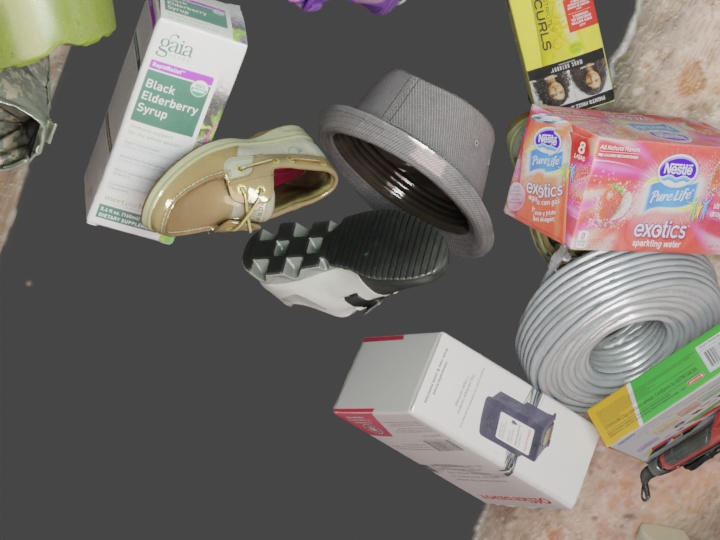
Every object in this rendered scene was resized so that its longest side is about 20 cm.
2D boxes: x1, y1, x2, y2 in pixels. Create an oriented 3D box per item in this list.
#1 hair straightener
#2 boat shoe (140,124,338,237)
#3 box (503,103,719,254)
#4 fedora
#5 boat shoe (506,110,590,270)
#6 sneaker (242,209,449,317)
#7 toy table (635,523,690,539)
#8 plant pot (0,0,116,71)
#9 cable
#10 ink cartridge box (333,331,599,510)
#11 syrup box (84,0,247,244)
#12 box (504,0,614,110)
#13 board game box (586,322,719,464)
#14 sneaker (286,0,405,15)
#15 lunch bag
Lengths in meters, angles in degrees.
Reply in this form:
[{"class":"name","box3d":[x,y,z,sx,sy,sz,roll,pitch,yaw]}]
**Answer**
[{"class":"hair straightener","box3d":[0.344,0.161,1.884,0.200,0.041,0.077,-41,157,25]},{"class":"boat shoe","box3d":[-0.096,-0.069,1.672,0.199,0.066,0.074,-27,146,-42]},{"class":"box","box3d":[0.235,-0.078,1.716,0.199,0.094,0.103,2,109,-38]},{"class":"fedora","box3d":[0.055,-0.104,1.708,0.091,0.176,0.200,-57,144,-13]},{"class":"boat shoe","box3d":[0.186,-0.050,1.791,0.073,0.063,0.202,-20,123,3]},{"class":"sneaker","box3d":[0.000,0.000,1.765,0.199,0.074,0.089,0,144,32]},{"class":"toy table","box3d":[0.373,0.308,2.003,0.199,0.117,0.185,22,115,-21]},{"class":"plant pot","box3d":[-0.268,-0.252,1.494,0.198,0.200,0.191,-15,103,1]},{"class":"cable","box3d":[0.239,0.051,1.823,0.198,0.070,0.201,1,137,-28]},{"class":"ink cartridge box","box3d":[0.099,0.140,1.838,0.199,0.144,0.085,32,72,-24]},{"class":"syrup box","box3d":[-0.166,-0.132,1.679,0.078,0.082,0.201,15,119,-18]},{"class":"box","box3d":[0.160,-0.229,1.688,0.075,0.050,0.201,-16,121,1]},{"class":"board game box","box3d":[0.307,0.119,1.857,0.153,0.041,0.200,-34,159,11]},{"class":"sneaker","box3d":[-0.025,-0.243,1.588,0.089,0.080,0.200,-50,159,1]},{"class":"lunch bag","box3d":[-0.343,-0.147,1.594,0.198,0.164,0.118,11,117,-14]}]
